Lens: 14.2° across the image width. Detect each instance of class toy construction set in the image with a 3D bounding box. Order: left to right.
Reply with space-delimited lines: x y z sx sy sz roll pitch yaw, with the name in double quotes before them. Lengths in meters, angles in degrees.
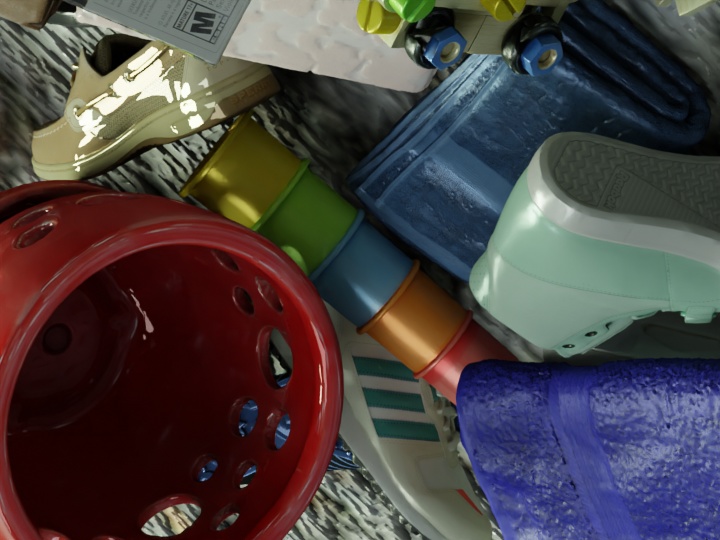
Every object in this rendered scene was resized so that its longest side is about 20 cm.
"toy construction set" 0.067 -0.149 1.273 0.199 0.092 0.131 10 121 -31

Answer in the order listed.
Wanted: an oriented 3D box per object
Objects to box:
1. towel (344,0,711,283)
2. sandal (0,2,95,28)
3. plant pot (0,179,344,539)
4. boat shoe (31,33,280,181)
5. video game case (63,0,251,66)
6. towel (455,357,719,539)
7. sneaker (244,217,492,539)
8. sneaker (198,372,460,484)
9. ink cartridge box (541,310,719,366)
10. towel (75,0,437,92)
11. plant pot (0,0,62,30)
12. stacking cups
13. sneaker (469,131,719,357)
"towel" 0.081 -0.058 1.440 0.112 0.049 0.200 37 143 -8
"sandal" -0.152 -0.158 1.476 0.200 0.075 0.045 1 122 38
"plant pot" -0.136 0.051 1.487 0.182 0.200 0.201 26 153 55
"boat shoe" -0.117 -0.097 1.527 0.200 0.071 0.065 -17 103 50
"video game case" -0.093 -0.206 1.208 0.181 0.036 0.200 21 108 -28
"towel" 0.140 0.112 1.423 0.200 0.050 0.148 -4 121 48
"sneaker" 0.026 0.062 1.567 0.200 0.093 0.070 53 -175 -4
"sneaker" -0.017 0.081 1.660 0.199 0.078 0.070 -10 94 19
"ink cartridge box" 0.183 0.088 1.504 0.145 0.084 0.200 13 140 22
"towel" -0.022 -0.163 1.348 0.190 0.032 0.200 10 147 -16
"plant pot" -0.206 -0.222 1.354 0.198 0.201 0.200 25 144 -6
"stacking cups" 0.000 0.000 1.508 0.200 0.061 0.061 39 143 -5
"sneaker" 0.152 0.001 1.400 0.200 0.074 0.118 15 141 -17
